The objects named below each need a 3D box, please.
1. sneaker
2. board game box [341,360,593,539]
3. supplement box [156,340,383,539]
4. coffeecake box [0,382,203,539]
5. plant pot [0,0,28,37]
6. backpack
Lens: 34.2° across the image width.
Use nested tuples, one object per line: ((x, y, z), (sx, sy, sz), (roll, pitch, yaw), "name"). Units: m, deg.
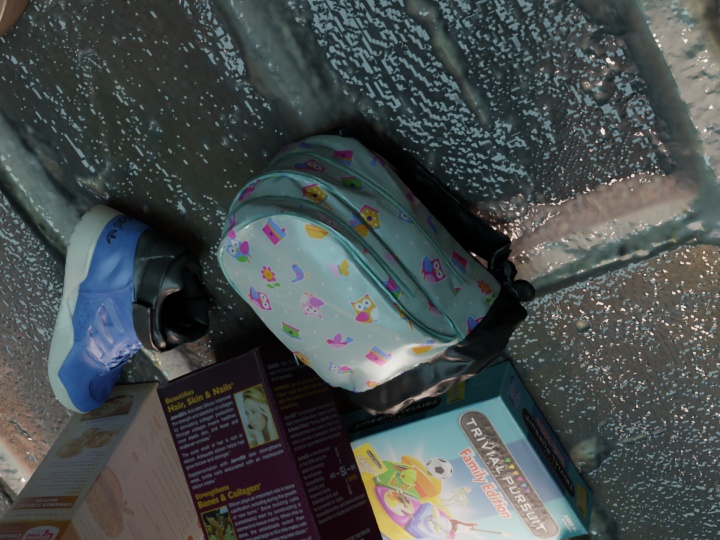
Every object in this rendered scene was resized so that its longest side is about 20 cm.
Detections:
((-0.183, 0.052, 0.945), (0.111, 0.077, 0.200), (24, 121, 13), "sneaker")
((0.067, 0.171, 0.966), (0.200, 0.047, 0.151), (-21, 115, 29), "board game box")
((-0.068, 0.164, 0.926), (0.110, 0.086, 0.201), (-23, 82, 30), "supplement box")
((-0.212, 0.218, 0.991), (0.073, 0.200, 0.154), (-7, 121, 21), "coffeecake box")
((-0.341, -0.201, 0.764), (0.199, 0.174, 0.200), (8, 127, 12), "plant pot")
((0.000, 0.000, 0.821), (0.167, 0.127, 0.200), (-31, 106, 36), "backpack")
